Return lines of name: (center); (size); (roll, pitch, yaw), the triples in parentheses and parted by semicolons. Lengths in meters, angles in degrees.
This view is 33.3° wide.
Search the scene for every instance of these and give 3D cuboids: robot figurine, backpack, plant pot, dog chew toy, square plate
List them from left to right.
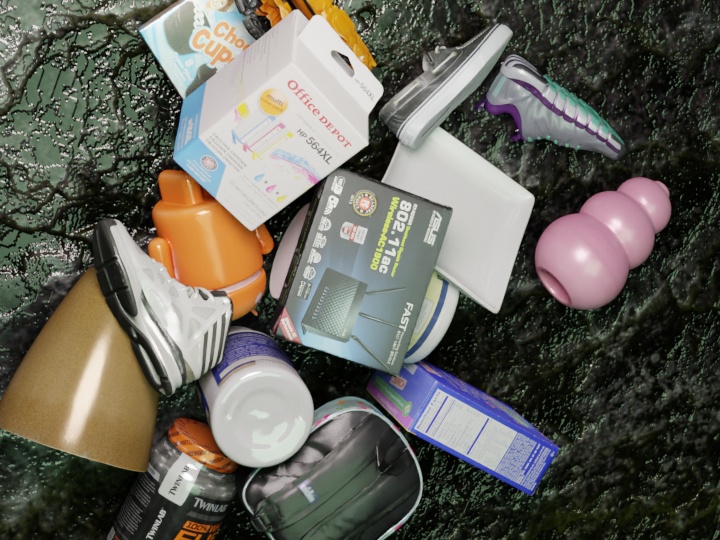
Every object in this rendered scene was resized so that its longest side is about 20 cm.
plant pot: (-0.301, 0.107, 1.387); (0.185, 0.186, 0.203); (22, 81, -21)
robot figurine: (-0.173, -0.026, 1.405); (0.115, 0.144, 0.203); (-8, 109, 12)
robot figurine: (-0.071, -0.281, 1.377); (0.201, 0.058, 0.146); (52, 54, -22)
backpack: (-0.030, 0.254, 1.446); (0.199, 0.151, 0.178); (-37, 99, -2)
square plate: (0.108, -0.071, 1.455); (0.197, 0.028, 0.201); (34, 51, -12)
dog chew toy: (0.320, -0.043, 1.549); (0.199, 0.124, 0.125); (-40, 112, -10)

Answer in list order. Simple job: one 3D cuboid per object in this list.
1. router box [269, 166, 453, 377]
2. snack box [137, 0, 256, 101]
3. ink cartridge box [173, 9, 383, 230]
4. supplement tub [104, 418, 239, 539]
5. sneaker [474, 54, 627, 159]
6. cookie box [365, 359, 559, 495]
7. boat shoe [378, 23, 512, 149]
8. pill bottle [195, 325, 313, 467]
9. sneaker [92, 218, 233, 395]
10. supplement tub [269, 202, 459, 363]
router box: (0.000, 0.000, 1.338); (0.148, 0.062, 0.203); (18, 91, -12)
snack box: (-0.156, -0.225, 1.397); (0.116, 0.037, 0.201); (-35, 111, -5)
ink cartridge box: (-0.085, -0.169, 1.303); (0.199, 0.126, 0.128); (-34, 120, 23)
supplement tub: (-0.228, 0.292, 1.474); (0.121, 0.123, 0.202); (24, 98, -21)
sneaker: (0.241, -0.185, 1.519); (0.199, 0.075, 0.088); (33, 111, -14)
cookie box: (0.126, 0.185, 1.525); (0.199, 0.171, 0.076); (30, 93, -21)
boat shoe: (0.102, -0.237, 1.451); (0.071, 0.072, 0.200); (42, 73, 9)
pill bottle: (-0.132, 0.138, 1.417); (0.118, 0.200, 0.121); (-4, 107, -15)
sneaker: (-0.213, 0.025, 1.330); (0.115, 0.075, 0.203); (-26, 95, -32)
supplement tub: (0.005, 0.013, 1.453); (0.198, 0.145, 0.146); (24, 98, -21)
